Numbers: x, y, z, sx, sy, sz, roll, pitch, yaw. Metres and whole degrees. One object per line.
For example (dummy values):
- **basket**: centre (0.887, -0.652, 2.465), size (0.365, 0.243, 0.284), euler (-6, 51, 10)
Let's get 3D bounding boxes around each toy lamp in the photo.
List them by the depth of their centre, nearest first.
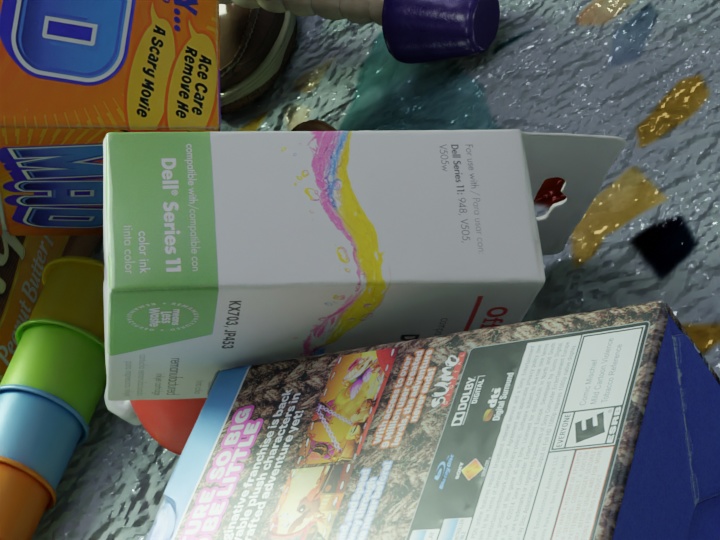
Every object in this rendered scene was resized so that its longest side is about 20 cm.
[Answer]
- **toy lamp**: centre (-0.020, -0.147, 0.933), size (0.200, 0.058, 0.058), euler (10, 56, 29)

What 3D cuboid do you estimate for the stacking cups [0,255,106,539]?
- **stacking cups**: centre (-0.161, 0.088, 0.842), size (0.060, 0.061, 0.200), euler (-13, 46, 35)

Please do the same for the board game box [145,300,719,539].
- **board game box**: centre (0.023, 0.113, 0.586), size (0.200, 0.097, 0.160), euler (-10, 43, 37)

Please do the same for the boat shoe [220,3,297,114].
- **boat shoe**: centre (-0.085, -0.178, 1.052), size (0.075, 0.075, 0.202), euler (-26, 36, 21)

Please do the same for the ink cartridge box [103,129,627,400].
- **ink cartridge box**: centre (0.000, 0.000, 0.673), size (0.200, 0.117, 0.067), euler (-2, 66, -9)

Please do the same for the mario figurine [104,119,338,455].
- **mario figurine**: centre (-0.048, 0.021, 0.808), size (0.124, 0.106, 0.200), euler (-62, 4, 40)

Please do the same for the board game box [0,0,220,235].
- **board game box**: centre (-0.175, -0.136, 0.827), size (0.200, 0.200, 0.200), euler (127, 142, -75)

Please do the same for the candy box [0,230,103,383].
- **candy box**: centre (-0.203, -0.046, 0.977), size (0.055, 0.115, 0.200), euler (0, 50, 46)
